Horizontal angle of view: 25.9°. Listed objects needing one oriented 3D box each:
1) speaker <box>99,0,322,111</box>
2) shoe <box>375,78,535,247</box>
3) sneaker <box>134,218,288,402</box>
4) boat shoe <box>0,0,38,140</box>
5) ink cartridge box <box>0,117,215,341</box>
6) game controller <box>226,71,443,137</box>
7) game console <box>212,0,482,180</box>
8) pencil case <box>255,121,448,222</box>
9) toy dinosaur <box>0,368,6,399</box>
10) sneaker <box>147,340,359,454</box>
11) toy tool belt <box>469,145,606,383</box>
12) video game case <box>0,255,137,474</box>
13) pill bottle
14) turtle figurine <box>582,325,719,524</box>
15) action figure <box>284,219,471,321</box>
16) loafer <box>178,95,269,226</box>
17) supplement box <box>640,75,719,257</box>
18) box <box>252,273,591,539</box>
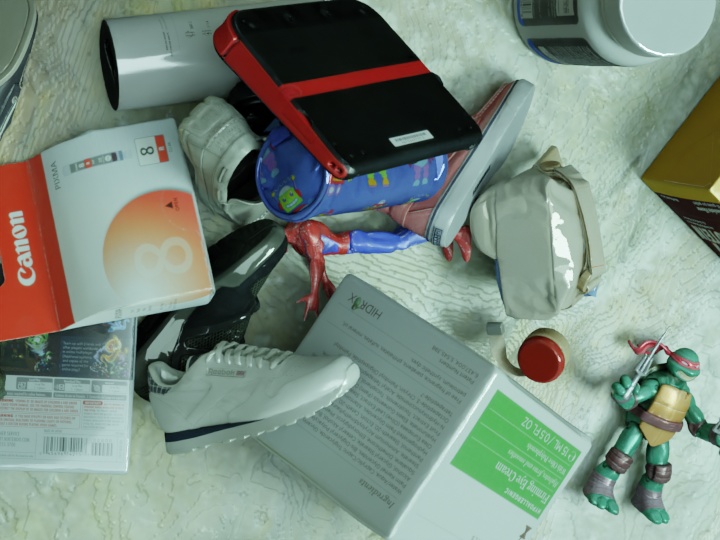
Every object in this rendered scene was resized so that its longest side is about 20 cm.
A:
[{"bbox_3d":[-0.125,-0.190,1.364,0.199,0.081,0.082,-10,101,-18],"label":"speaker"},{"bbox_3d":[0.084,-0.117,1.454,0.091,0.072,0.200,26,61,13],"label":"shoe"},{"bbox_3d":[-0.118,0.049,1.400,0.114,0.076,0.200,39,95,-25],"label":"sneaker"},{"bbox_3d":[-0.325,-0.143,1.319,0.072,0.063,0.201,20,77,15],"label":"boat shoe"},{"bbox_3d":[-0.236,-0.036,1.324,0.199,0.050,0.163,-10,74,-16],"label":"ink cartridge box"},{"bbox_3d":[-0.028,-0.144,1.378,0.199,0.104,0.042,-7,70,-21],"label":"game controller"},{"bbox_3d":[-0.010,-0.150,1.271,0.177,0.031,0.200,51,37,16],"label":"game console"},{"bbox_3d":[-0.007,-0.091,1.308,0.200,0.078,0.087,-11,86,-55],"label":"pencil case"},{"bbox_3d":[-0.357,0.048,1.294,0.088,0.047,0.201,-32,73,9],"label":"toy dinosaur"},{"bbox_3d":[-0.094,0.095,1.309,0.199,0.076,0.081,-17,91,26],"label":"sneaker"},{"bbox_3d":[0.180,-0.008,1.480,0.123,0.124,0.201,-38,122,-57],"label":"toy tool belt"},{"bbox_3d":[-0.293,0.079,1.338,0.199,0.023,0.183,3,86,-8],"label":"video game case"},{"bbox_3d":[0.228,-0.242,1.419,0.113,0.200,0.114,-3,99,-19],"label":"pill bottle"},{"bbox_3d":[0.302,0.150,1.558,0.149,0.101,0.201,20,107,-7],"label":"turtle figurine"},{"bbox_3d":[0.000,0.000,1.444,0.199,0.065,0.100,4,88,-20],"label":"action figure"},{"bbox_3d":[-0.102,-0.078,1.335,0.070,0.200,0.070,42,83,18],"label":"loafer"},{"bbox_3d":[0.429,-0.095,1.548,0.200,0.133,0.198,41,83,-20],"label":"supplement box"},{"bbox_3d":[0.052,0.145,1.379,0.172,0.200,0.199,-55,140,-2],"label":"box"}]
